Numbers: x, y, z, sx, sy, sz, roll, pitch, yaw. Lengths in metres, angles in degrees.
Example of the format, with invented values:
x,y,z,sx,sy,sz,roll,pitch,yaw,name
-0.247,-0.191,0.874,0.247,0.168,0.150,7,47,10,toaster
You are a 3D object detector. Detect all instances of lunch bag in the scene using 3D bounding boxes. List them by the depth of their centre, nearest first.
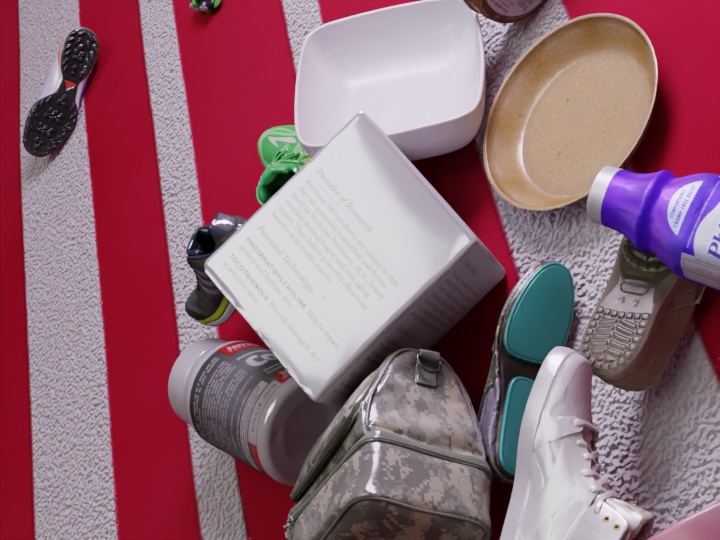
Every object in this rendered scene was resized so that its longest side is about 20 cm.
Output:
x,y,z,sx,sy,sz,roll,pitch,yaw,name
0.020,0.183,1.224,0.201,0.138,0.169,124,158,-46,lunch bag

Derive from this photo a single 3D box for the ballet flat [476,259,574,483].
x,y,z,sx,sy,sz,roll,pitch,yaw,name
0.136,0.088,1.236,0.071,0.072,0.203,-3,65,46,ballet flat

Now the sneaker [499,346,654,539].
x,y,z,sx,sy,sz,roll,pitch,yaw,name
0.177,0.162,1.066,0.114,0.073,0.203,4,77,38,sneaker

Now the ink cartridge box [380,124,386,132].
x,y,z,sx,sy,sz,roll,pitch,yaw,name
-0.009,-0.033,1.475,0.200,0.048,0.146,-44,42,20,ink cartridge box

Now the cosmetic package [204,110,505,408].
x,y,z,sx,sy,sz,roll,pitch,yaw,name
0.000,0.000,1.285,0.200,0.167,0.167,-44,72,3,cosmetic package

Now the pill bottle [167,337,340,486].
x,y,z,sx,sy,sz,roll,pitch,yaw,name
-0.107,0.137,1.433,0.199,0.113,0.115,18,82,50,pill bottle

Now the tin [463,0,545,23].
x,y,z,sx,sy,sz,roll,pitch,yaw,name
0.176,-0.340,1.401,0.042,0.111,0.201,41,101,40,tin

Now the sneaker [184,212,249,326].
x,y,z,sx,sy,sz,roll,pitch,yaw,name
-0.149,-0.008,1.483,0.200,0.080,0.075,-45,21,52,sneaker

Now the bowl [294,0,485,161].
x,y,z,sx,sy,sz,roll,pitch,yaw,name
0.037,-0.182,1.440,0.197,0.075,0.202,-11,47,13,bowl

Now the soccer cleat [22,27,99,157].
x,y,z,sx,sy,sz,roll,pitch,yaw,name
-0.442,-0.262,2.080,0.202,0.067,0.073,-68,16,-1,soccer cleat

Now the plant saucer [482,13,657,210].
x,y,z,sx,sy,sz,roll,pitch,yaw,name
0.202,-0.142,1.316,0.199,0.035,0.203,-26,51,36,plant saucer

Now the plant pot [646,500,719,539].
x,y,z,sx,sy,sz,roll,pitch,yaw,name
0.262,0.260,0.914,0.199,0.199,0.181,-39,60,25,plant pot

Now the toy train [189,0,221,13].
x,y,z,sx,sy,sz,roll,pitch,yaw,name
-0.196,-0.441,1.923,0.056,0.041,0.203,-11,60,55,toy train

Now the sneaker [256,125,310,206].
x,y,z,sx,sy,sz,roll,pitch,yaw,name
-0.070,-0.099,1.477,0.074,0.083,0.201,-50,39,17,sneaker

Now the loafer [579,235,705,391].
x,y,z,sx,sy,sz,roll,pitch,yaw,name
0.245,0.014,1.157,0.075,0.068,0.201,20,68,39,loafer

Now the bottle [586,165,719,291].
x,y,z,sx,sy,sz,roll,pitch,yaw,name
0.272,-0.031,1.085,0.198,0.065,0.084,22,75,31,bottle
